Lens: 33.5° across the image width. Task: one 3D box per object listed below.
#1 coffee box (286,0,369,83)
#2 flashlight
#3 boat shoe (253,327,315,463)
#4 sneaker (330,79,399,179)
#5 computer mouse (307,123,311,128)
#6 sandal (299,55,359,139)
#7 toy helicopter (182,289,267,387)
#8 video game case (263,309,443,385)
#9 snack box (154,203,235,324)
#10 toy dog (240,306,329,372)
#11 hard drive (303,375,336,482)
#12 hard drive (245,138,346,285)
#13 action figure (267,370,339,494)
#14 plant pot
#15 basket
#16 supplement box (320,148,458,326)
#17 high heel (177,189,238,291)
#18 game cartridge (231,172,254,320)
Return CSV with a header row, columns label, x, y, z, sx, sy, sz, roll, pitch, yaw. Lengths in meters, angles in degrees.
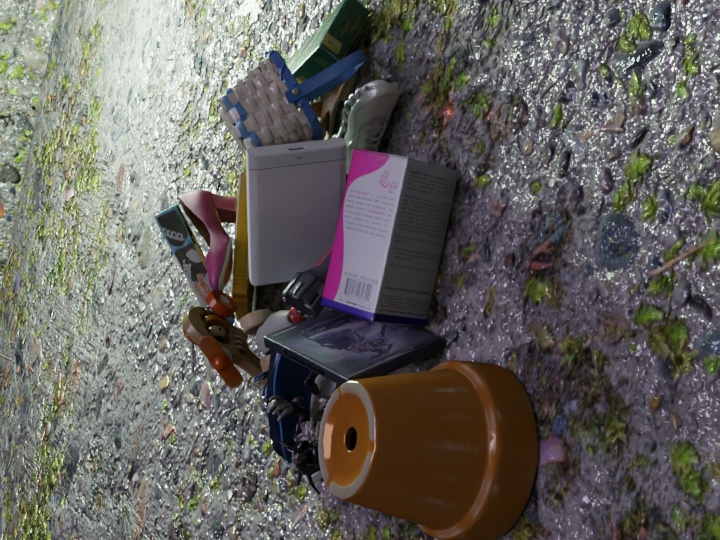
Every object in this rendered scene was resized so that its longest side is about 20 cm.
label,x,y,z,sx,sy,sz,roll,pitch,yaw
coffee box,-0.071,-0.312,1.792,0.200,0.044,0.123,-36,22,50
flashlight,-0.029,-0.029,1.561,0.200,0.068,0.068,-53,-9,-20
boat shoe,-0.110,0.167,1.625,0.069,0.084,0.201,30,121,46
sneaker,0.004,-0.181,1.653,0.200,0.075,0.081,-55,50,43
computer mouse,-0.105,-0.111,1.704,0.138,0.052,0.201,-45,35,36
sandal,-0.074,-0.228,1.791,0.213,0.069,0.078,-66,32,23
toy helicopter,-0.176,0.126,1.745,0.079,0.200,0.132,-49,8,16
video game case,-0.012,0.090,1.499,0.200,0.142,0.019,19,124,54
snack box,-0.254,-0.005,1.855,0.201,0.037,0.116,63,178,-7
toy dog,-0.081,0.076,1.700,0.199,0.096,0.133,-10,90,46
hard drive,-0.029,0.188,1.628,0.200,0.026,0.133,-45,44,45
hard drive,-0.085,-0.076,1.596,0.027,0.131,0.201,-117,24,-51
action figure,-0.062,0.190,1.554,0.118,0.102,0.201,16,93,38
plant pot,0.061,0.192,1.310,0.200,0.182,0.202,-26,59,54
basket,-0.087,-0.232,1.615,0.140,0.199,0.176,56,177,-3
supplement box,0.036,-0.041,1.490,0.101,0.103,0.202,16,96,45
high heel,-0.238,-0.047,1.804,0.068,0.095,0.201,96,176,-50
game cartridge,-0.178,-0.033,1.882,0.176,0.032,0.202,103,169,-78
